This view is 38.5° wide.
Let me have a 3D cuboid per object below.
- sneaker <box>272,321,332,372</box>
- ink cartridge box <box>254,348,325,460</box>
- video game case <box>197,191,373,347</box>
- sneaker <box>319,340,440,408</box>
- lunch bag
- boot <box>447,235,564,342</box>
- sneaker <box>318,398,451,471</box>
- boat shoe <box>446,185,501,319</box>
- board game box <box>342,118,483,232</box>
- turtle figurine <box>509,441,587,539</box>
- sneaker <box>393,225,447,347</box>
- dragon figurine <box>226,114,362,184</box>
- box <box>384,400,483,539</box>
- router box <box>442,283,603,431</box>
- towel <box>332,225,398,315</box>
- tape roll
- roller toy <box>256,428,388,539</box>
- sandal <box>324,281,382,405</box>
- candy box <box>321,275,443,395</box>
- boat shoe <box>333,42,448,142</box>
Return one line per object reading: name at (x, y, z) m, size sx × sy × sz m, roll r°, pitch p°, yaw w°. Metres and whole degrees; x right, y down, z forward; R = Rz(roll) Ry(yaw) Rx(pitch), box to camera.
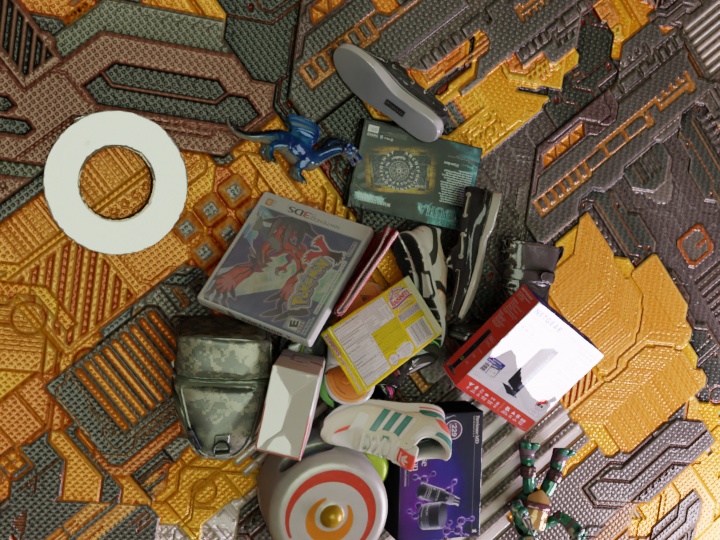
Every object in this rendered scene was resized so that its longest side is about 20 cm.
sneaker at (-0.092, 0.157, 1.538) m, size 0.080 × 0.074 × 0.201 m, roll 17°, pitch 93°, yaw -22°
ink cartridge box at (-0.094, 0.178, 1.428) m, size 0.067 × 0.200 × 0.117 m, roll 13°, pitch 93°, yaw 1°
video game case at (-0.104, -0.007, 1.448) m, size 0.181 × 0.023 × 0.201 m, roll 19°, pitch 62°, yaw 19°
sneaker at (0.037, 0.165, 1.551) m, size 0.199 × 0.084 × 0.077 m, roll -24°, pitch 141°, yaw -17°
lunch bag at (-0.195, 0.159, 1.437) m, size 0.138 × 0.200 × 0.169 m, roll 0°, pitch 96°, yaw -9°
boot at (0.229, 0.033, 1.629) m, size 0.198 × 0.069 × 0.176 m, roll 1°, pitch 93°, yaw -24°
sneaker at (0.042, 0.242, 1.487) m, size 0.198 × 0.094 × 0.071 m, roll 3°, pitch 126°, yaw -20°
boat shoe at (0.161, -0.029, 1.564) m, size 0.060 × 0.074 × 0.202 m, roll 15°, pitch 94°, yaw 8°
board game box at (0.081, -0.143, 1.576) m, size 0.199 × 0.028 × 0.136 m, roll 12°, pitch 93°, yaw -18°
turtle figurine at (0.288, 0.383, 1.664) m, size 0.149 × 0.100 × 0.202 m, roll 16°, pitch 76°, yaw -32°
sneaker at (0.110, 0.025, 1.583) m, size 0.080 × 0.073 × 0.202 m, roll -31°, pitch 119°, yaw -43°
dragon figurine at (-0.096, -0.193, 1.500) m, size 0.199 × 0.059 × 0.100 m, roll 32°, pitch 86°, yaw -15°
box at (0.113, 0.313, 1.615) m, size 0.140 × 0.079 × 0.202 m, roll -2°, pitch 97°, yaw -19°
router box at (0.253, 0.139, 1.590) m, size 0.180 × 0.049 × 0.200 m, roll -47°, pitch 129°, yaw 11°
towel at (0.000, 0.000, 1.482) m, size 0.022 × 0.200 × 0.145 m, roll 34°, pitch 88°, yaw -3°
tape roll at (-0.343, -0.124, 1.446) m, size 0.201 × 0.037 × 0.205 m, roll -2°, pitch 97°, yaw -16°
roller toy at (-0.057, 0.343, 1.527) m, size 0.181 × 0.140 × 0.201 m, roll 23°, pitch 95°, yaw -19°
sandal at (-0.012, 0.095, 1.512) m, size 0.078 × 0.059 × 0.208 m, roll 1°, pitch 58°, yaw 13°
candy box at (0.035, 0.090, 1.484) m, size 0.200 × 0.026 × 0.103 m, roll -31°, pitch 87°, yaw -46°
boat shoe at (0.051, -0.277, 1.535) m, size 0.199 × 0.070 × 0.066 m, roll 36°, pitch 54°, yaw -4°
